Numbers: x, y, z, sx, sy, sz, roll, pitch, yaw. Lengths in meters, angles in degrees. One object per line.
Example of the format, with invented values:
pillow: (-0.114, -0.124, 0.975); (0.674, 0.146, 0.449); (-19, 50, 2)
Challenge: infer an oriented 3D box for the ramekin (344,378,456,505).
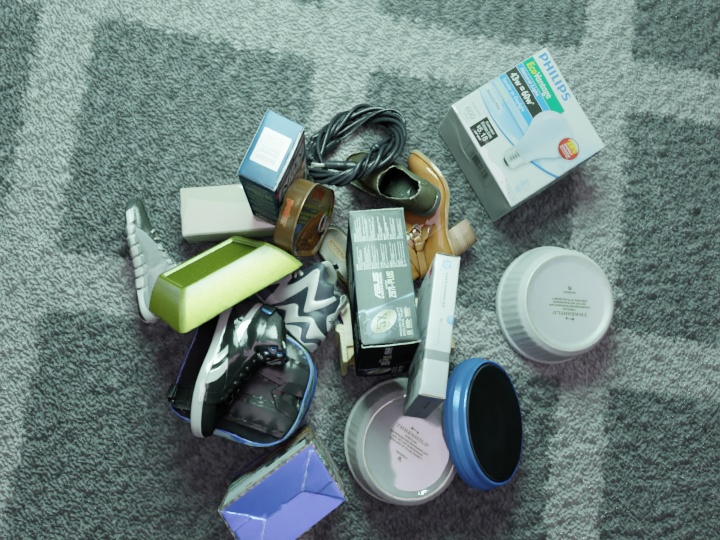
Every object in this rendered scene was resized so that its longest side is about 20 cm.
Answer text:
ramekin: (0.073, 0.280, 1.021); (0.196, 0.094, 0.209); (1, 84, -5)

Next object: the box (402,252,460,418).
box: (0.103, 0.100, 0.926); (0.040, 0.157, 0.205); (9, 67, -1)

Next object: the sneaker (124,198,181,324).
sneaker: (-0.317, -0.022, 1.040); (0.112, 0.075, 0.206); (-9, 95, -11)

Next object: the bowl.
bowl: (0.202, 0.242, 1.009); (0.198, 0.039, 0.207); (19, 65, -47)

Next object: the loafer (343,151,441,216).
loafer: (0.043, -0.156, 1.049); (0.197, 0.069, 0.077); (25, 88, 30)

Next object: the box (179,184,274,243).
box: (-0.197, -0.097, 1.054); (0.194, 0.068, 0.085); (-4, 83, -6)

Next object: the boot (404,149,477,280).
boot: (0.091, -0.090, 1.083); (0.152, 0.074, 0.203); (-30, 82, -1)

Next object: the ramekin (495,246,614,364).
ramekin: (0.337, 0.056, 1.078); (0.196, 0.094, 0.209); (1, 83, -6)

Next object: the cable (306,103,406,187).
cable: (-0.004, -0.215, 1.054); (0.197, 0.163, 0.052); (-29, 132, -13)

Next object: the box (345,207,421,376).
box: (0.028, 0.037, 0.942); (0.083, 0.165, 0.206); (-4, 68, -5)

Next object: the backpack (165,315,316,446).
backpack: (-0.169, 0.173, 0.985); (0.195, 0.147, 0.187); (20, 76, 8)

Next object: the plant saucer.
plant saucer: (-0.213, 0.006, 0.935); (0.197, 0.198, 0.049); (-31, 111, -25)

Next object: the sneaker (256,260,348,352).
sneaker: (-0.100, 0.020, 1.027); (0.130, 0.080, 0.199); (-44, 58, -7)

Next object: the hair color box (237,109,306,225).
hair color box: (-0.124, -0.141, 0.931); (0.059, 0.200, 0.102); (24, 79, 0)

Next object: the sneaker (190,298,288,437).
sneaker: (-0.160, 0.138, 0.881); (0.109, 0.073, 0.205); (11, 72, 4)

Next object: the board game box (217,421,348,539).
board game box: (-0.113, 0.328, 0.951); (0.158, 0.200, 0.098); (-34, 89, -7)

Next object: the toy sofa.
toy sofa: (0.054, 0.105, 1.049); (0.194, 0.083, 0.100); (-7, 67, -6)

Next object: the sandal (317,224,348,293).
sandal: (0.000, 0.000, 1.070); (0.081, 0.055, 0.201); (-41, 89, -9)

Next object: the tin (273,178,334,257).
tin: (-0.084, -0.081, 0.975); (0.041, 0.200, 0.115); (23, 95, 9)

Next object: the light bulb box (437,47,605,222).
light bulb box: (0.271, -0.229, 1.086); (0.197, 0.125, 0.201); (-32, 87, -7)
